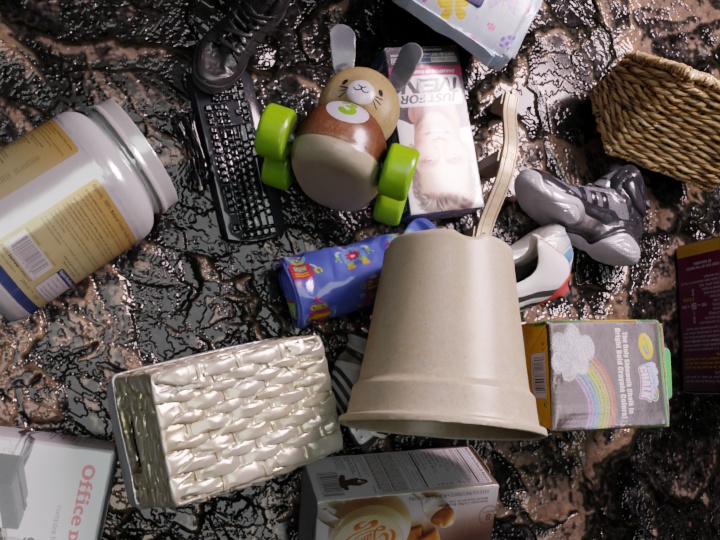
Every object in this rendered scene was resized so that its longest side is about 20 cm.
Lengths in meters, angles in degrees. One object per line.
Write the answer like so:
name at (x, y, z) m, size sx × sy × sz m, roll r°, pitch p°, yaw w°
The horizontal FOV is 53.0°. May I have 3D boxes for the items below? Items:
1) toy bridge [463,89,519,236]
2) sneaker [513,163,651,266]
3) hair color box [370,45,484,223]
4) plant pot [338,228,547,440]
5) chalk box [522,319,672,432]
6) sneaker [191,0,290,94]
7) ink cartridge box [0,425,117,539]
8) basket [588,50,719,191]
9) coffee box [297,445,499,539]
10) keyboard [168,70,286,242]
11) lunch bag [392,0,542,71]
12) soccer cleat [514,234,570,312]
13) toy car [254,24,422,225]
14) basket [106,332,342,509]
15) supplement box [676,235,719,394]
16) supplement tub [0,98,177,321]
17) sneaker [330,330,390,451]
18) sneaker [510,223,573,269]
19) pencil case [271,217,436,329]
toy bridge at (0.169, -0.133, 0.895) m, size 0.027 × 0.067 × 0.202 m, roll 16°, pitch 79°, yaw -13°
sneaker at (0.289, -0.097, 0.924) m, size 0.199 × 0.075 × 0.115 m, roll 32°, pitch 74°, yaw -16°
hair color box at (0.080, -0.164, 0.876) m, size 0.099 × 0.060 × 0.203 m, roll -8°, pitch 86°, yaw -17°
plant pot at (0.083, 0.066, 0.718) m, size 0.198 × 0.200 × 0.186 m, roll 9°, pitch 73°, yaw -15°
chalk box at (0.281, 0.125, 0.866) m, size 0.198 × 0.124 × 0.126 m, roll 2°, pitch 81°, yaw -17°
sneaker at (-0.118, -0.294, 0.804) m, size 0.060 × 0.104 × 0.201 m, roll 36°, pitch 67°, yaw -7°
ink cartridge box at (-0.345, 0.226, 0.684) m, size 0.198 × 0.084 × 0.147 m, roll 12°, pitch 79°, yaw -15°
basket at (0.416, -0.217, 0.917) m, size 0.198 × 0.149 × 0.144 m, roll 14°, pitch 53°, yaw -20°
coffee box at (0.038, 0.265, 0.777) m, size 0.197 × 0.080 × 0.116 m, roll 0°, pitch 109°, yaw -17°
keyboard at (-0.150, -0.130, 0.814) m, size 0.103 × 0.040 × 0.202 m, roll -13°, pitch 86°, yaw -18°
lunch bag at (0.135, -0.354, 0.866) m, size 0.168 × 0.127 × 0.201 m, roll 30°, pitch 59°, yaw -10°
soccer cleat at (0.145, 0.038, 0.818) m, size 0.199 × 0.069 × 0.085 m, roll -37°, pitch 121°, yaw 12°
toy car at (-0.004, -0.177, 0.790) m, size 0.162 × 0.158 × 0.202 m, roll 18°, pitch 75°, yaw 2°
basket at (-0.130, 0.145, 0.714) m, size 0.198 × 0.123 × 0.137 m, roll -10°, pitch 86°, yaw -33°
supplement box at (0.505, 0.063, 0.950) m, size 0.129 × 0.103 × 0.203 m, roll 5°, pitch 81°, yaw -16°
supplement tub at (-0.295, -0.063, 0.706) m, size 0.199 × 0.144 × 0.145 m, roll -37°, pitch 94°, yaw -18°
sneaker at (0.050, 0.164, 0.826) m, size 0.199 × 0.076 × 0.116 m, roll 29°, pitch 84°, yaw -3°
sneaker at (0.174, 0.005, 0.878) m, size 0.198 × 0.072 × 0.073 m, roll -21°, pitch 96°, yaw -15°
pencil case at (0.000, 0.000, 0.822) m, size 0.198 × 0.087 × 0.079 m, roll -17°, pitch 130°, yaw -17°
